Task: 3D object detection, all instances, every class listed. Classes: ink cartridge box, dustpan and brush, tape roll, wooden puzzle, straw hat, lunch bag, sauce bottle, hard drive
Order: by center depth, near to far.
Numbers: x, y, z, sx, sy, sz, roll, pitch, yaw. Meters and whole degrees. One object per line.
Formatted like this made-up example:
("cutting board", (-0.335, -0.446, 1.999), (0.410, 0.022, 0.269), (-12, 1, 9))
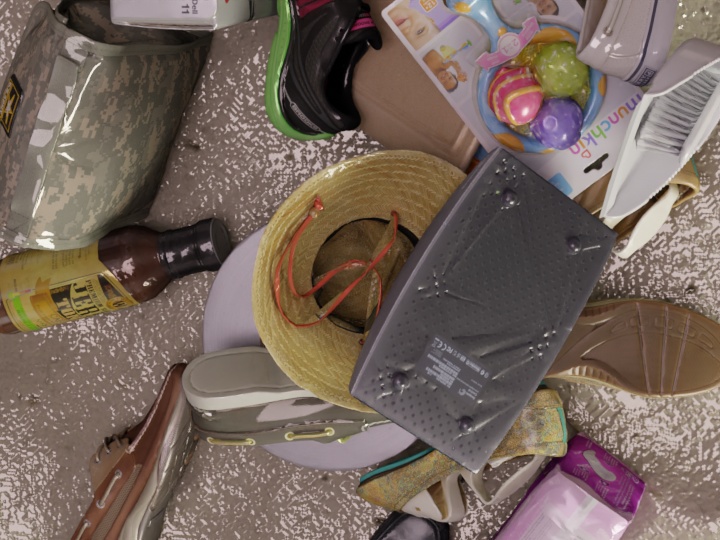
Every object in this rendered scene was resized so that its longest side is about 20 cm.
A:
("dustpan and brush", (0.246, -0.128, 1.439), (0.057, 0.200, 0.140), (28, 147, 13))
("hard drive", (0.082, 0.027, 1.450), (0.134, 0.042, 0.201), (33, 86, -26))
("ink cartridge box", (-0.111, -0.253, 1.477), (0.082, 0.200, 0.148), (3, 100, 13))
("straw hat", (0.000, 0.000, 1.479), (0.199, 0.085, 0.203), (-5, 101, -24))
("wooden puzzle", (0.048, -0.188, 1.515), (0.184, 0.037, 0.201), (36, 111, 27))
("lunch bag", (-0.208, -0.113, 1.526), (0.117, 0.200, 0.165), (24, 105, 8))
("tape roll", (-0.019, 0.049, 1.578), (0.198, 0.066, 0.203), (2, 101, 13))
("sauce bottle", (-0.200, 0.000, 1.614), (0.198, 0.065, 0.065), (-15, 96, 17))

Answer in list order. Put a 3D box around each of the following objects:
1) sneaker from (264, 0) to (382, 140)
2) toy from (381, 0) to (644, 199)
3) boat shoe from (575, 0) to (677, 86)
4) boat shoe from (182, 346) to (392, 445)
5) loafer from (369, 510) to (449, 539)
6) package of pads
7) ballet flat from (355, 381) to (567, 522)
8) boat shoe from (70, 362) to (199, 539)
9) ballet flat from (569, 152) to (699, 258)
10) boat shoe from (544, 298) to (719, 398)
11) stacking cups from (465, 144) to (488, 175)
("sneaker", (-0.020, -0.194, 1.501), (0.083, 0.077, 0.202), (9, 107, 26))
("toy", (0.119, -0.136, 1.440), (0.115, 0.047, 0.200), (-37, 109, 8))
("boat shoe", (0.185, -0.228, 1.437), (0.069, 0.071, 0.202), (15, 72, -13))
("boat shoe", (-0.030, 0.094, 1.522), (0.199, 0.072, 0.061), (-3, 128, 3))
("loafer", (0.012, 0.272, 1.607), (0.068, 0.070, 0.202), (29, 105, 9))
("package of pads", (0.127, 0.225, 1.546), (0.075, 0.120, 0.201), (37, 107, 5))
("ballet flat", (0.076, 0.150, 1.532), (0.199, 0.071, 0.071), (-32, 91, 35))
("boat shoe", (-0.183, 0.161, 1.635), (0.071, 0.076, 0.202), (25, 103, 10))
("ballet flat", (0.165, -0.024, 1.514), (0.200, 0.068, 0.063), (-41, 53, 16))
("boat shoe", (0.179, 0.051, 1.533), (0.198, 0.065, 0.072), (7, 95, -4))
("stacking cups", (0.112, -0.093, 1.520), (0.060, 0.060, 0.202), (23, 102, 8))
